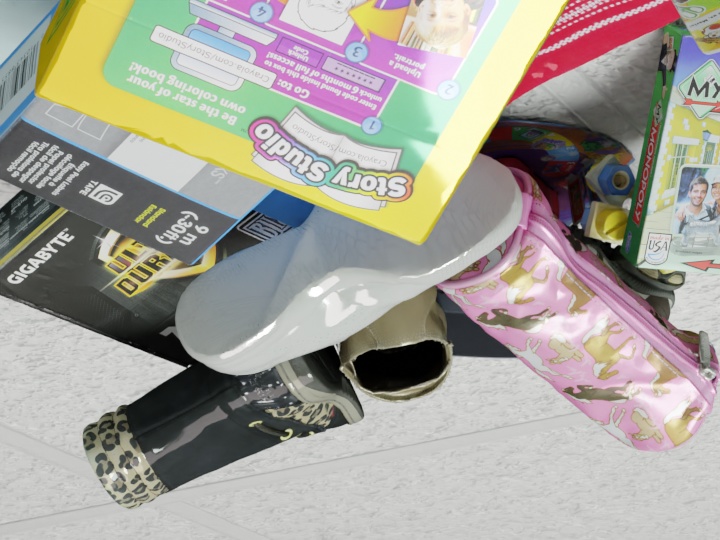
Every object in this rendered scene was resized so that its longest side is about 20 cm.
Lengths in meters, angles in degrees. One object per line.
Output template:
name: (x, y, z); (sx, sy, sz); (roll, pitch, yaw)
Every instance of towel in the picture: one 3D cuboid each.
towel: (0.077, -0.139, 1.116); (0.144, 0.023, 0.200); (-26, 158, 24)

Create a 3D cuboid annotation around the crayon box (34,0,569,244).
crayon box: (-0.022, -0.123, 1.004); (0.199, 0.058, 0.173); (21, 121, -17)

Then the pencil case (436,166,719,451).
pencil case: (0.123, 0.025, 1.271); (0.086, 0.083, 0.200); (-43, 122, 14)

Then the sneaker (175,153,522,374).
sneaker: (0.000, 0.000, 1.216); (0.199, 0.076, 0.088); (-25, 154, 9)

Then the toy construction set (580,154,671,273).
toy construction set: (0.226, -0.019, 1.330); (0.200, 0.131, 0.092); (43, 170, -33)

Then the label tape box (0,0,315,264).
label tape box: (-0.074, -0.073, 1.137); (0.199, 0.064, 0.144); (25, 135, -27)

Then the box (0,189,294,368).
box: (-0.104, -0.027, 1.296); (0.159, 0.050, 0.200); (23, 138, -35)

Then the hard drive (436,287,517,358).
hard drive: (0.034, 0.021, 1.476); (0.199, 0.043, 0.135); (3, 164, 36)

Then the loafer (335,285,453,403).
loafer: (0.018, 0.046, 1.342); (0.076, 0.068, 0.200); (-10, 157, 4)

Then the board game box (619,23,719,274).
board game box: (0.255, -0.061, 1.255); (0.199, 0.135, 0.029); (4, -162, -15)

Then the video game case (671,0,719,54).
video game case: (0.236, -0.178, 1.069); (0.199, 0.023, 0.182); (-17, 154, 17)

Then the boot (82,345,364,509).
boot: (-0.083, 0.089, 1.390); (0.153, 0.074, 0.204); (-28, 169, 3)

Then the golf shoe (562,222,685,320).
golf shoe: (0.117, 0.018, 1.349); (0.199, 0.095, 0.078); (12, 176, -35)

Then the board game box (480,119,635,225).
board game box: (0.077, -0.035, 1.407); (0.157, 0.039, 0.200); (5, 157, -17)
